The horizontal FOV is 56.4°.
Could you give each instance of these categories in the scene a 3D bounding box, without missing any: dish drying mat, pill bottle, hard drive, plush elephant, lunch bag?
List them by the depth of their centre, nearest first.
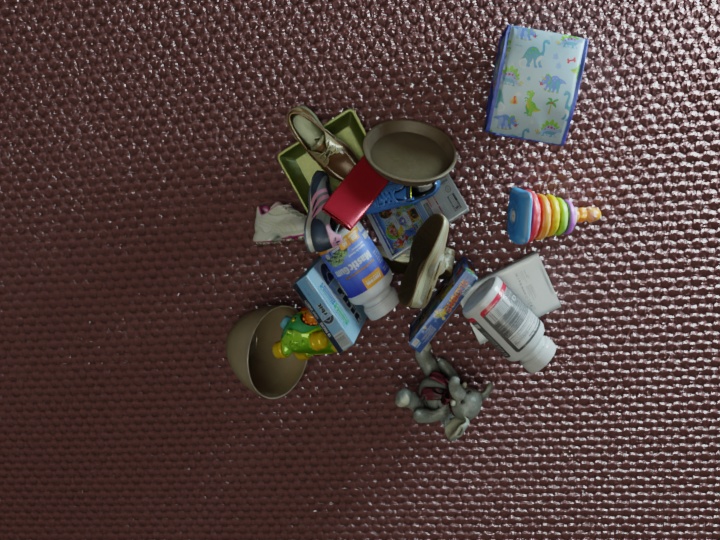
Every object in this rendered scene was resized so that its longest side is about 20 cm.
[{"bbox_3d":[0.344,-0.362,1.338,0.165,0.127,0.206,10,94,4],"label":"lunch bag"},{"bbox_3d":[0.002,-0.168,1.358,0.076,0.201,0.018,33,148,6],"label":"dish drying mat"},{"bbox_3d":[0.000,0.000,1.426,0.111,0.112,0.202,-32,101,12],"label":"pill bottle"},{"bbox_3d":[0.320,0.120,1.431,0.200,0.111,0.111,44,104,-5],"label":"pill bottle"},{"bbox_3d":[0.198,0.277,1.477,0.153,0.166,0.201,-12,124,49],"label":"plush elephant"},{"bbox_3d":[0.327,0.062,1.487,0.196,0.026,0.134,-26,99,12],"label":"hard drive"}]

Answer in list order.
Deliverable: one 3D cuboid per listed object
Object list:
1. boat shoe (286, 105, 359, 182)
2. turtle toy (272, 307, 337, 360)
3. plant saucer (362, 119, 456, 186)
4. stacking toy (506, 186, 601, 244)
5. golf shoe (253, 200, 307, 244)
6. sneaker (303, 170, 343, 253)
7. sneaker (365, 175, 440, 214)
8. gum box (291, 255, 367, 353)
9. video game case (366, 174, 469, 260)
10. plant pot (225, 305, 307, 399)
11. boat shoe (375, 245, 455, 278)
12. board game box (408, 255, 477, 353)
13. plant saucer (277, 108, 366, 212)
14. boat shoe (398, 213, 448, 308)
[{"bbox_3d":[-0.081,-0.255,1.388,0.199,0.074,0.076,42,104,-4],"label":"boat shoe"},{"bbox_3d":[-0.097,0.135,1.470,0.143,0.198,0.104,-15,73,32],"label":"turtle toy"},{"bbox_3d":[0.100,-0.239,1.376,0.194,0.203,0.030,12,138,3],"label":"plant saucer"},{"bbox_3d":[0.412,-0.115,1.411,0.194,0.116,0.113,-1,104,-8],"label":"stacking toy"},{"bbox_3d":[-0.158,-0.107,1.459,0.195,0.075,0.094,-4,91,31],"label":"golf shoe"},{"bbox_3d":[-0.064,-0.123,1.370,0.080,0.204,0.071,-6,146,13],"label":"sneaker"},{"bbox_3d":[0.070,-0.162,1.392,0.195,0.079,0.068,-15,103,11],"label":"sneaker"},{"bbox_3d":[-0.056,0.059,1.440,0.044,0.200,0.172,-32,98,19],"label":"gum box"},{"bbox_3d":[0.115,-0.134,1.437,0.197,0.018,0.146,-32,70,11],"label":"video game case"},{"bbox_3d":[-0.227,0.172,1.509,0.132,0.198,0.206,8,106,36],"label":"plant pot"},{"bbox_3d":[0.110,-0.034,1.476,0.194,0.072,0.067,9,68,16],"label":"boat shoe"},{"bbox_3d":[0.176,0.071,1.451,0.034,0.136,0.202,35,105,-3],"label":"board game box"},{"bbox_3d":[-0.050,-0.213,1.457,0.196,0.048,0.203,-28,99,12],"label":"plant saucer"},{"bbox_3d":[0.142,-0.017,1.390,0.064,0.072,0.205,10,105,-33],"label":"boat shoe"}]
